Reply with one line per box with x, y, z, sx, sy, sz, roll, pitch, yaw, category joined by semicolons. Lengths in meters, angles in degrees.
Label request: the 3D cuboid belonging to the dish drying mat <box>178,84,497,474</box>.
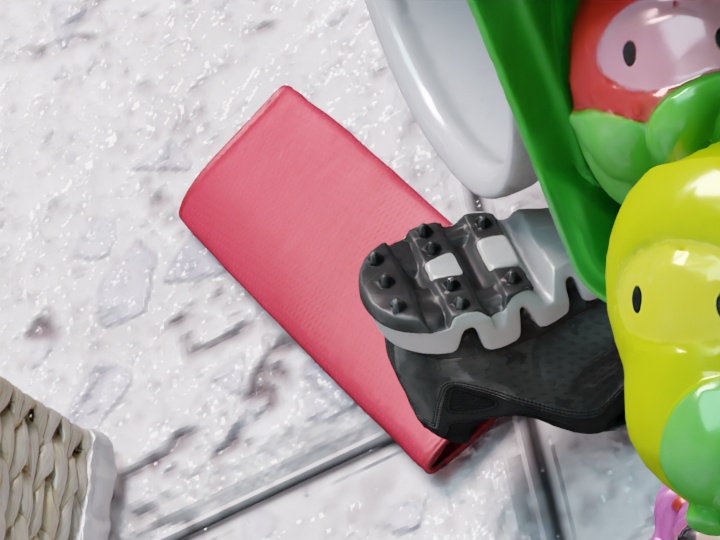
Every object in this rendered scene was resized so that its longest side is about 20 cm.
0.000;0.000;1.117;0.077;0.018;0.200;-45;47;-1;dish drying mat

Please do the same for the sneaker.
0.099;0.011;1.011;0.199;0.091;0.067;-15;41;-7;sneaker

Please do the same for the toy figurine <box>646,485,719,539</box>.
0.131;0.119;0.848;0.199;0.150;0.185;-10;60;32;toy figurine

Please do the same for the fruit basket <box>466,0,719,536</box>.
0.122;-0.034;0.809;0.214;0.156;0.216;-20;23;9;fruit basket

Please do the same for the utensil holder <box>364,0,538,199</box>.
0.107;-0.138;0.997;0.199;0.171;0.170;-21;46;-13;utensil holder

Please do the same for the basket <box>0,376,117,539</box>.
-0.224;0.135;1.080;0.199;0.161;0.199;-13;55;29;basket
